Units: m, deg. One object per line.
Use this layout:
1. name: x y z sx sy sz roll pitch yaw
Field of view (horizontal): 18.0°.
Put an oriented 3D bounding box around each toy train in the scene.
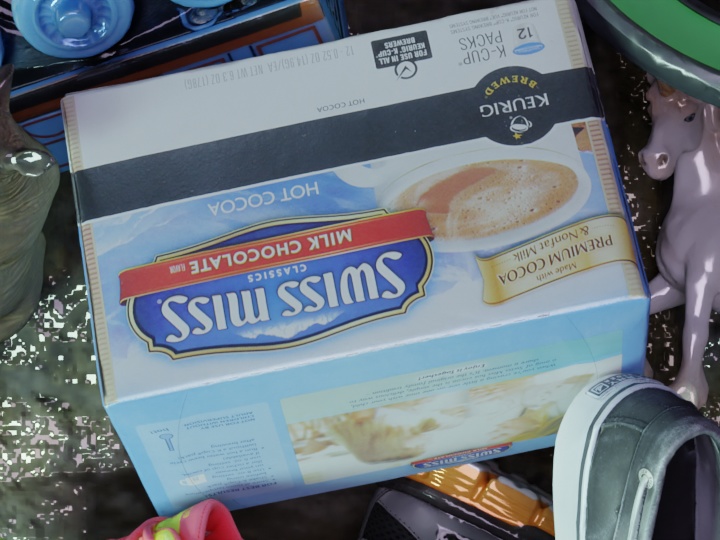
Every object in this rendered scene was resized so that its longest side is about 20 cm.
1. toy train: -0.100 -0.095 0.896 0.199 0.087 0.114 -18 131 8

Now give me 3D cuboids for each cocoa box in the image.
1. cocoa box: 0.000 0.000 0.868 0.199 0.133 0.132 -11 64 0

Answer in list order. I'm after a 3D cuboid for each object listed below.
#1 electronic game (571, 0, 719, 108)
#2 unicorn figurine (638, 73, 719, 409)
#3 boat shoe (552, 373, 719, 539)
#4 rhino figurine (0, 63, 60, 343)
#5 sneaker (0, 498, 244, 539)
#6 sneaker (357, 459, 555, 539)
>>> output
1. electronic game: 0.167 -0.130 0.887 0.199 0.042 0.200 5 50 -6
2. unicorn figurine: 0.160 0.005 0.933 0.200 0.074 0.138 26 81 -17
3. boat shoe: 0.116 0.138 0.837 0.072 0.068 0.201 -13 110 -26
4. rhino figurine: -0.156 -0.020 0.861 0.087 0.200 0.060 -14 69 -18
5. sneaker: -0.079 0.126 0.873 0.200 0.078 0.091 16 97 26
6. sneaker: 0.087 0.140 0.929 0.200 0.078 0.077 29 91 8
